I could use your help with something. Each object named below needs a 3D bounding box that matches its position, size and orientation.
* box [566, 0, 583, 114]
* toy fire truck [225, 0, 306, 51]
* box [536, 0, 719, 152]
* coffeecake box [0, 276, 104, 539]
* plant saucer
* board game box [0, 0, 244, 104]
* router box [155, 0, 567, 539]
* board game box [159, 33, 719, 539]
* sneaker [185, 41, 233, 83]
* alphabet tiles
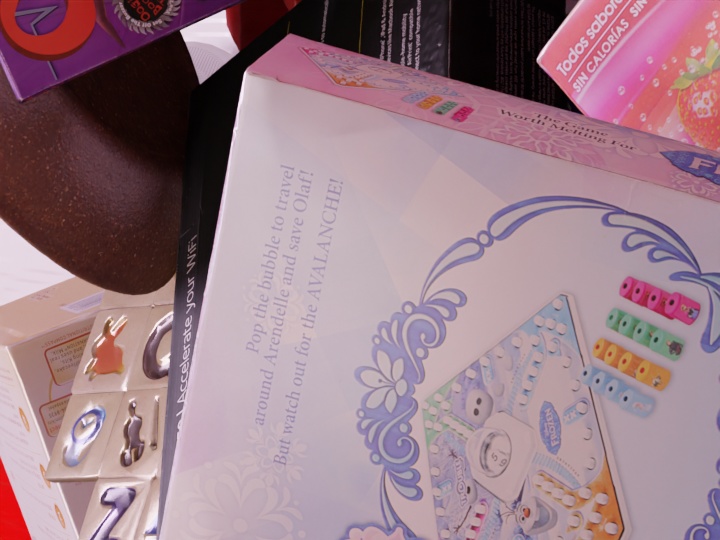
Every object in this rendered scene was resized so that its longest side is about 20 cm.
[{"bbox_3d":[0.045,-0.036,0.948,0.200,0.032,0.122,106,145,-52],"label":"box"},{"bbox_3d":[-0.013,-0.153,0.931,0.141,0.048,0.201,-115,24,-60],"label":"toy fire truck"},{"bbox_3d":[0.154,-0.096,0.696,0.095,0.102,0.200,50,121,22],"label":"box"},{"bbox_3d":[-0.103,0.109,1.192,0.201,0.073,0.153,71,165,-8],"label":"coffeecake box"},{"bbox_3d":[-0.108,-0.087,0.918,0.037,0.200,0.201,-31,84,17],"label":"plant saucer"},{"bbox_3d":[-0.092,-0.167,0.828,0.032,0.119,0.201,-151,36,-83],"label":"board game box"},{"bbox_3d":[0.000,0.000,0.832,0.149,0.051,0.201,-34,43,44],"label":"router box"},{"bbox_3d":[0.051,0.062,0.692,0.198,0.043,0.201,16,112,9],"label":"board game box"},{"bbox_3d":[-0.036,-0.004,1.061,0.200,0.073,0.112,-128,22,-54],"label":"sneaker"},{"bbox_3d":[-0.040,0.010,0.940,0.166,0.006,0.201,-7,60,48],"label":"alphabet tiles"}]
